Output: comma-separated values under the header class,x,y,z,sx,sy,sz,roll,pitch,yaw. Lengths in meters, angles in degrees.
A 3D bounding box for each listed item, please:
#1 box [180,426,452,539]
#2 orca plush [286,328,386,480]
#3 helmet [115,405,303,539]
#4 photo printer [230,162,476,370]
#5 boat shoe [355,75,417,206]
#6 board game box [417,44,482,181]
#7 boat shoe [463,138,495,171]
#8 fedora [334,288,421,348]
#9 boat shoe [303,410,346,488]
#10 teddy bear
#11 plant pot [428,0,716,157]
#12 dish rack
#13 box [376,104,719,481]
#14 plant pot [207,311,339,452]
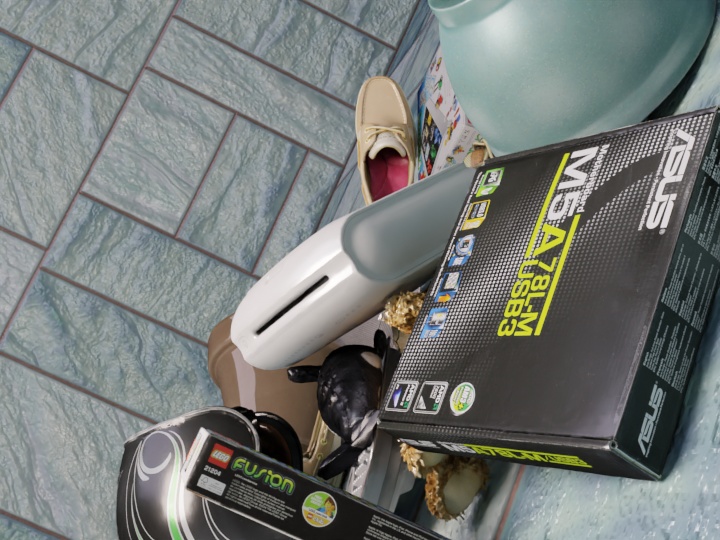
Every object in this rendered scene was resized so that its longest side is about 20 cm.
class,x,y,z,sx,sy,sz,roll,pitch,yaw
box,-0.015,0.156,0.655,0.035,0.199,0.110,-65,8,-10
orca plush,-0.025,0.100,0.789,0.200,0.071,0.106,-80,3,-70
helmet,-0.124,0.230,0.969,0.200,0.199,0.192,133,122,-65
photo printer,0.000,0.000,0.813,0.166,0.070,0.200,-38,-6,41
boat shoe,0.033,-0.133,1.194,0.069,0.073,0.201,83,180,-80
board game box,0.101,-0.179,1.173,0.126,0.034,0.201,118,161,-46
boat shoe,0.118,-0.072,0.865,0.200,0.074,0.076,-42,26,35
fedora,0.012,0.037,1.151,0.200,0.090,0.178,-72,-2,-64
boat shoe,-0.053,0.225,1.179,0.201,0.066,0.074,-66,8,-10
teddy bear,0.051,0.085,0.759,0.066,0.145,0.201,-19,52,20
plant pot,0.134,-0.190,0.765,0.200,0.134,0.201,-38,28,24
dish rack,0.014,0.173,0.854,0.172,0.043,0.201,-77,-1,-61
box,0.113,0.014,0.604,0.193,0.047,0.201,-8,54,57
plant pot,-0.106,0.168,1.363,0.200,0.199,0.175,124,152,-47
